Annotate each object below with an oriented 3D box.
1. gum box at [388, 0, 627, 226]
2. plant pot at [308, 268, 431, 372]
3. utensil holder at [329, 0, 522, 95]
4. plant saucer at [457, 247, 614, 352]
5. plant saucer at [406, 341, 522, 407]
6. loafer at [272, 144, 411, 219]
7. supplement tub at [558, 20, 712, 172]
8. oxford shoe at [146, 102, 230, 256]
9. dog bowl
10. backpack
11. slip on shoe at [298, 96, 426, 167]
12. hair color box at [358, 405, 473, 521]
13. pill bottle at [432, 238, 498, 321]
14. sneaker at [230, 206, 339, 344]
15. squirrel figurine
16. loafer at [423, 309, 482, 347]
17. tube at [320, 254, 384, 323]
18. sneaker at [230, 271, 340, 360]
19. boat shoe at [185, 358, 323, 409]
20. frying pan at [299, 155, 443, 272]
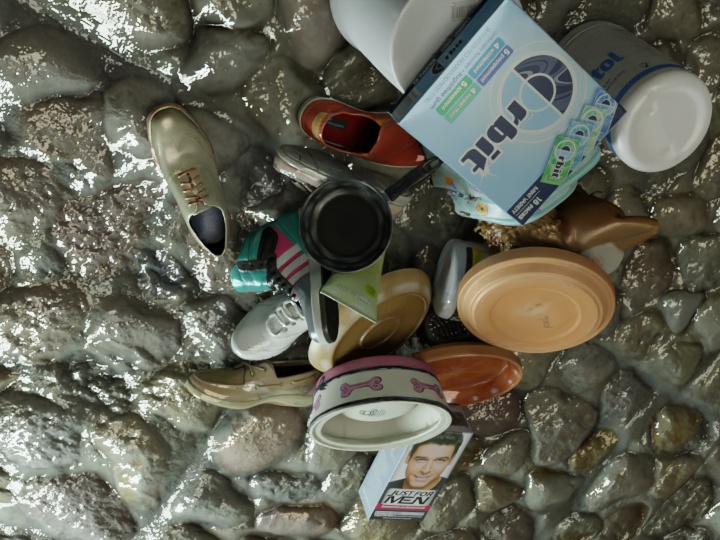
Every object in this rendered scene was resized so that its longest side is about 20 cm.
[{"bbox_3d":[0.159,-0.170,1.152,0.200,0.045,0.170,36,103,-28],"label":"gum box"},{"bbox_3d":[0.020,0.078,1.467,0.199,0.028,0.200,-28,151,-17],"label":"plant pot"},{"bbox_3d":[0.073,-0.286,1.209,0.169,0.200,0.171,-10,124,-15],"label":"utensil holder"},{"bbox_3d":[0.223,0.046,1.374,0.199,0.032,0.201,4,142,3],"label":"plant saucer"},{"bbox_3d":[0.133,0.149,1.555,0.199,0.033,0.201,-4,153,-2],"label":"plant saucer"},{"bbox_3d":[-0.027,-0.101,1.368,0.199,0.072,0.063,15,119,-31],"label":"loafer"},{"bbox_3d":[0.333,-0.221,1.350,0.131,0.200,0.133,-10,123,-16],"label":"supplement tub"},{"bbox_3d":[-0.197,-0.107,1.292,0.070,0.074,0.201,-25,126,-5],"label":"oxford shoe"},{"bbox_3d":[0.024,0.182,1.483,0.199,0.074,0.200,-5,153,-2],"label":"dog bowl"},{"bbox_3d":[0.188,-0.145,1.311,0.175,0.200,0.154,-34,114,-23],"label":"backpack"},{"bbox_3d":[0.018,-0.166,1.348,0.199,0.061,0.074,12,113,-29],"label":"slip on shoe"},{"bbox_3d":[0.082,0.293,1.640,0.098,0.061,0.201,7,125,-25],"label":"hair color box"},{"bbox_3d":[0.208,0.027,1.483,0.199,0.111,0.112,11,117,-9],"label":"pill bottle"},{"bbox_3d":[-0.099,0.015,1.345,0.120,0.201,0.084,-17,144,7],"label":"sneaker"},{"bbox_3d":[0.257,-0.070,1.424,0.199,0.187,0.142,6,127,-19],"label":"squirrel figurine"},{"bbox_3d":[0.176,0.069,1.560,0.199,0.073,0.071,-9,159,-18],"label":"loafer"},{"bbox_3d":[0.000,0.000,1.357,0.058,0.200,0.052,-7,115,13],"label":"tube"},{"bbox_3d":[-0.084,0.050,1.416,0.199,0.087,0.075,-32,84,-7],"label":"sneaker"},{"bbox_3d":[-0.142,0.146,1.475,0.199,0.072,0.065,6,113,-31],"label":"boat shoe"},{"bbox_3d":[0.004,-0.086,1.304,0.115,0.031,0.191,34,92,6],"label":"frying pan"}]
